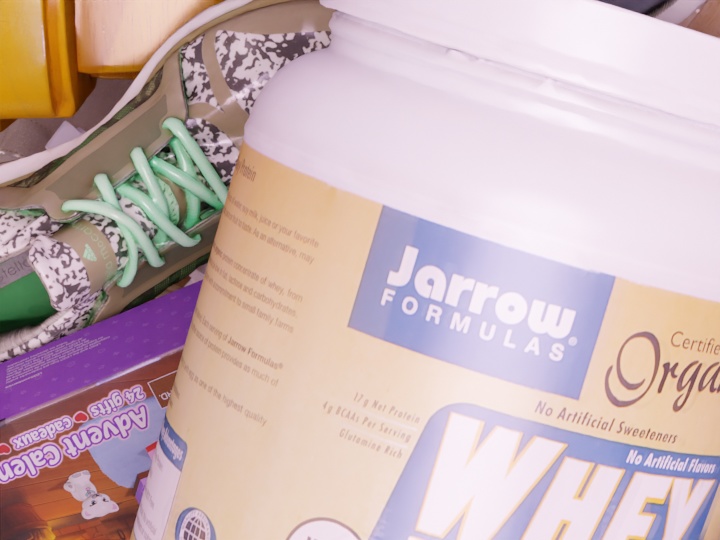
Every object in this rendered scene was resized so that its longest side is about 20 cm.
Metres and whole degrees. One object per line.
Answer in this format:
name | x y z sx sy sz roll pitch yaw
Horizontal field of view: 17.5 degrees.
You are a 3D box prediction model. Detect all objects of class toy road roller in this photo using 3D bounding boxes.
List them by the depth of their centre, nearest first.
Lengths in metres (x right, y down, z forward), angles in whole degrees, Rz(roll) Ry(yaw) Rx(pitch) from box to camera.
toy road roller | -0.115 -0.111 0.846 0.200 0.145 0.124 -95 5 -79

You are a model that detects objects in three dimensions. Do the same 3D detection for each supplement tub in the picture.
supplement tub | 0.027 0.029 0.586 0.144 0.144 0.201 26 103 55

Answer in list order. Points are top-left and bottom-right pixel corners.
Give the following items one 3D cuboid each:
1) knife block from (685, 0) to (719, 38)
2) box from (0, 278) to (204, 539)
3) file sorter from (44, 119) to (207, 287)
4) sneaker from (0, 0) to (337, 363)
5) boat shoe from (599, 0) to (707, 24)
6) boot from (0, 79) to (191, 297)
knife block | 0.147 -0.093 0.567 0.200 0.064 0.177 32 136 53
box | -0.023 0.065 0.754 0.039 0.199 0.137 -102 -12 -60
file sorter | -0.074 0.056 0.920 0.139 0.125 0.200 37 175 18
sneaker | -0.073 -0.015 0.744 0.077 0.199 0.089 52 -160 -17
boat shoe | 0.090 -0.127 0.610 0.200 0.061 0.073 -43 30 52
boot | -0.100 -0.063 1.054 0.072 0.200 0.156 13 86 27
